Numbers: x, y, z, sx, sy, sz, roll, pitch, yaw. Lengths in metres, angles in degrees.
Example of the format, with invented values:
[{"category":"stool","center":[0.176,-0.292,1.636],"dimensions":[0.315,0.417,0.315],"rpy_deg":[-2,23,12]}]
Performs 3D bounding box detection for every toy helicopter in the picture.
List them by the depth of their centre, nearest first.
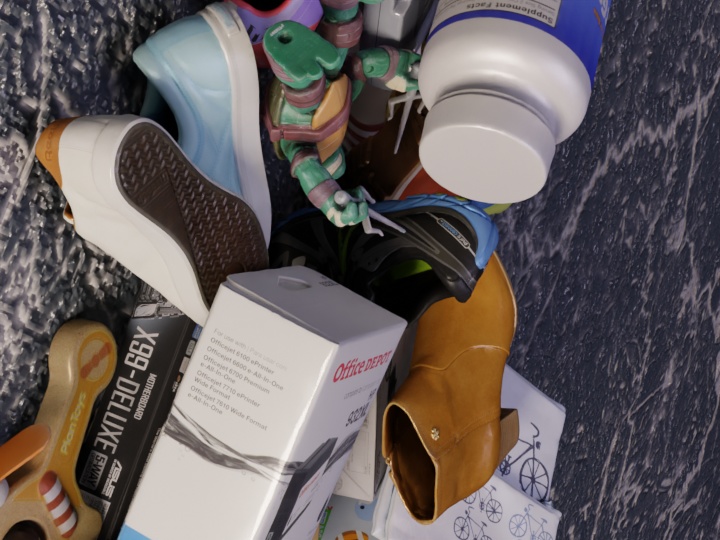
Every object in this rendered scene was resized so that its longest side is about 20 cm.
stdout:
[{"category":"toy helicopter","center":[-0.195,0.121,0.919],"dimensions":[0.132,0.078,0.202],"rpy_deg":[39,61,-51]}]

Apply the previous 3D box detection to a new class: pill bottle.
[{"category":"pill bottle","center":[0.099,-0.148,0.996],"dimensions":[0.112,0.111,0.202],"rpy_deg":[61,38,-53]}]

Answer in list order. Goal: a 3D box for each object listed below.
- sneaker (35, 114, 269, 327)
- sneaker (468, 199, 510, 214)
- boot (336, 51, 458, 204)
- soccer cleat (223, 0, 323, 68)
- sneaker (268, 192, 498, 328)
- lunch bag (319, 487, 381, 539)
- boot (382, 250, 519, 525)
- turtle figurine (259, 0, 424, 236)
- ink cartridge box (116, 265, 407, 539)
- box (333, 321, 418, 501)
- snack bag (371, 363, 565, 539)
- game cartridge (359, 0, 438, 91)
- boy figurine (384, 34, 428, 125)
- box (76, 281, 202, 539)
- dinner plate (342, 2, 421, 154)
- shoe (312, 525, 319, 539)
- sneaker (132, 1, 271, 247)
[{"category":"sneaker","center":[-0.121,-0.030,0.924],"dimensions":[0.073,0.084,0.200],"rpy_deg":[-63,145,-24]},{"category":"sneaker","center":[0.104,-0.127,1.281],"dimensions":[0.105,0.075,0.202],"rpy_deg":[-36,136,-47]},{"category":"boot","center":[0.051,-0.068,1.126],"dimensions":[0.106,0.076,0.200],"rpy_deg":[13,134,-34]},{"category":"soccer cleat","center":[-0.025,-0.221,1.007],"dimensions":[0.201,0.066,0.077],"rpy_deg":[-58,163,-16]},{"category":"sneaker","center":[0.000,0.000,1.056],"dimensions":[0.071,0.198,0.083],"rpy_deg":[46,50,-38]},{"category":"lunch bag","center":[0.011,0.219,1.220],"dimensions":[0.200,0.159,0.076],"rpy_deg":[-50,149,-35]},{"category":"boot","center":[0.058,0.067,1.115],"dimensions":[0.144,0.070,0.204],"rpy_deg":[-25,105,-57]},{"category":"turtle figurine","center":[-0.015,-0.098,0.971],"dimensions":[0.201,0.099,0.151],"rpy_deg":[83,18,-59]},{"category":"ink cartridge box","center":[-0.062,0.108,0.945],"dimensions":[0.202,0.083,0.145],"rpy_deg":[-67,165,10]},{"category":"box","center":[0.010,0.070,1.186],"dimensions":[0.200,0.059,0.118],"rpy_deg":[-57,152,-58]},{"category":"snack bag","center":[0.096,0.153,1.204],"dimensions":[0.188,0.021,0.202],"rpy_deg":[38,55,-33]},{"category":"game cartridge","center":[0.052,-0.230,1.078],"dimensions":[0.134,0.040,0.201],"rpy_deg":[91,24,-64]},{"category":"boy figurine","center":[0.085,-0.175,1.146],"dimensions":[0.202,0.064,0.124],"rpy_deg":[-62,-163,9]},{"category":"box","center":[-0.117,0.108,1.047],"dimensions":[0.157,0.049,0.202],"rpy_deg":[32,77,-61]},{"category":"dinner plate","center":[0.025,-0.180,1.166],"dimensions":[0.200,0.024,0.202],"rpy_deg":[-36,134,-48]},{"category":"shoe","center":[-0.057,0.134,1.071],"dimensions":[0.053,0.070,0.202],"rpy_deg":[1,115,-17]},{"category":"sneaker","center":[-0.107,-0.073,0.968],"dimensions":[0.081,0.074,0.202],"rpy_deg":[-21,135,-18]}]
